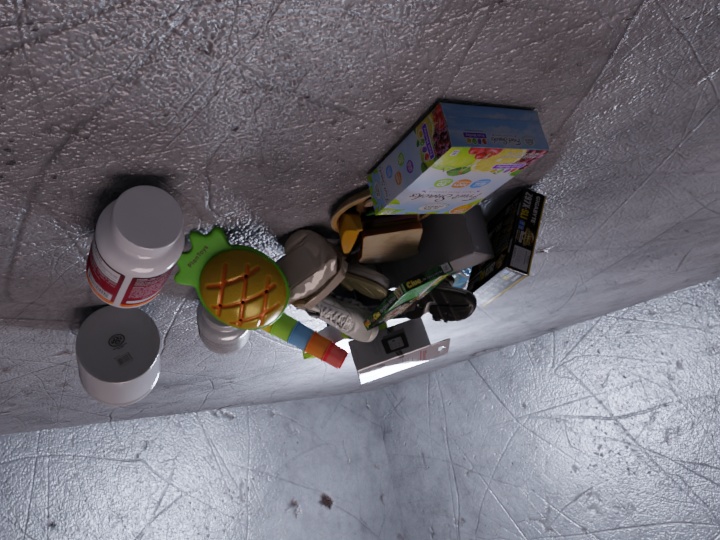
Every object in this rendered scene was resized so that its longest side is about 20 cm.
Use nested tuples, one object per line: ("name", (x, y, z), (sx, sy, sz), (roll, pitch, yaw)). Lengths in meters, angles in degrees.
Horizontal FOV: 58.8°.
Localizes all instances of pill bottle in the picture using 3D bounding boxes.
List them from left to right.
("pill bottle", (-0.300, -0.030, 0.856), (0.112, 0.115, 0.200), (-3, 161, -30))
("pill bottle", (-0.274, 0.095, 1.292), (0.113, 0.116, 0.200), (-8, 163, -15))

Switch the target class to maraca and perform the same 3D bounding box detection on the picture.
("maraca", (-0.205, 0.017, 1.026), (0.199, 0.107, 0.137), (38, 99, -22))

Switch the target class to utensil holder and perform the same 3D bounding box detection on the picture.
("utensil holder", (-0.494, 0.174, 1.307), (0.168, 0.172, 0.200), (-6, 160, -21))

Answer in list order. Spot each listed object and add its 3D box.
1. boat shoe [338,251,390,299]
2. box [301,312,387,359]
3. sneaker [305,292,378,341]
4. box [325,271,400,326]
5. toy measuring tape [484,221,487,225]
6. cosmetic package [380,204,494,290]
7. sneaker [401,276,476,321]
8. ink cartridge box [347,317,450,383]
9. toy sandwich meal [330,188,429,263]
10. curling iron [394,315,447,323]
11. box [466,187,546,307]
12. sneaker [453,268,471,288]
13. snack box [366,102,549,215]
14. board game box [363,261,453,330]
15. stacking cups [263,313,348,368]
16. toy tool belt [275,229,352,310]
("boat shoe", (0.000, 0.000, 1.169), (0.075, 0.069, 0.199), (41, 168, -27))
("box", (-0.030, 0.141, 1.366), (0.121, 0.048, 0.199), (-2, 161, -34))
("sneaker", (-0.057, 0.077, 1.221), (0.076, 0.199, 0.081), (-58, 174, 24))
("box", (0.033, 0.045, 1.369), (0.198, 0.109, 0.148), (-3, 162, -31))
("toy measuring tape", (0.185, -0.042, 1.242), (0.072, 0.075, 0.200), (-7, 168, -16))
("cosmetic package", (0.132, -0.042, 1.161), (0.198, 0.108, 0.090), (-21, 162, 33))
("sneaker", (0.163, 0.035, 1.238), (0.115, 0.076, 0.199), (-43, -157, -32))
("ink cartridge box", (0.080, 0.159, 1.315), (0.197, 0.067, 0.116), (-19, 157, -3))
("toy sandwich meal", (0.043, -0.074, 1.046), (0.202, 0.071, 0.205), (-12, 164, -3))
("curling iron", (0.111, 0.091, 1.334), (0.198, 0.026, 0.049), (2, -164, -31))
("box", (0.262, -0.037, 1.174), (0.049, 0.162, 0.200), (18, 158, -6))
("sneaker", (0.240, -0.005, 1.421), (0.130, 0.080, 0.200), (-29, 170, 19))
("snack box", (0.128, -0.145, 0.880), (0.167, 0.069, 0.200), (-4, 163, -29))
("board game box", (0.081, 0.048, 1.136), (0.104, 0.024, 0.200), (-21, 165, -27))
("stacking cups", (-0.120, 0.135, 1.282), (0.198, 0.061, 0.061), (30, 164, 6))
("toy tool belt", (-0.108, 0.018, 1.135), (0.199, 0.126, 0.123), (-39, 162, 15))
